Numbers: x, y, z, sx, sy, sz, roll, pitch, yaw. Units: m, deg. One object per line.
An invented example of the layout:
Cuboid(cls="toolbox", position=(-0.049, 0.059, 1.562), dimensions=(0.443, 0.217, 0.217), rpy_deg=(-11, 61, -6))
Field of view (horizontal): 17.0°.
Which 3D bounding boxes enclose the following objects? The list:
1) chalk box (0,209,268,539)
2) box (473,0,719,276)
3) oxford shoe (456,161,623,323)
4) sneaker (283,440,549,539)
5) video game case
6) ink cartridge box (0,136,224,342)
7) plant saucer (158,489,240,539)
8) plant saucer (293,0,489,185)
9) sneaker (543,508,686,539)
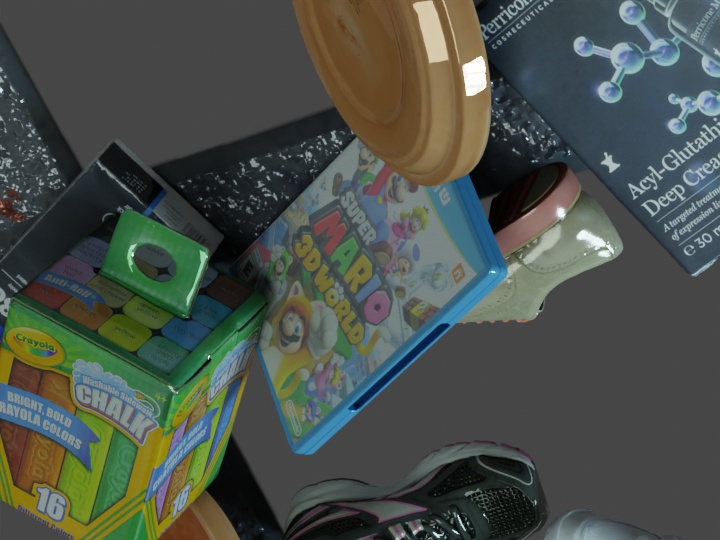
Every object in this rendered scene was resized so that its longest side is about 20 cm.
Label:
Cuboid(cls="chalk box", position=(-0.147, 0.058, 1.503), dimensions=(0.124, 0.124, 0.201), rpy_deg=(27, 127, 14))
Cuboid(cls="box", position=(0.181, -0.127, 1.331), dimensions=(0.200, 0.107, 0.148), rpy_deg=(45, 125, -8))
Cuboid(cls="oxford shoe", position=(0.073, 0.014, 1.481), dimensions=(0.075, 0.071, 0.200), rpy_deg=(44, 127, -17))
Cuboid(cls="sneaker", position=(0.031, 0.179, 1.583), dimensions=(0.199, 0.086, 0.081), rpy_deg=(-20, 113, 29))
Cuboid(cls="video game case", position=(0.000, 0.000, 1.474), dimensions=(0.200, 0.018, 0.144), rpy_deg=(-44, 53, 35))
Cuboid(cls="ink cartridge box", position=(-0.187, 0.009, 1.595), dimensions=(0.099, 0.039, 0.200), rpy_deg=(41, 126, -7))
Cuboid(cls="plant saucer", position=(-0.120, 0.221, 1.647), dimensions=(0.200, 0.032, 0.201), rpy_deg=(32, 130, 47))
Cuboid(cls="plant saucer", position=(0.008, -0.142, 1.351), dimensions=(0.200, 0.032, 0.201), rpy_deg=(51, 154, 37))
Cuboid(cls="sneaker", position=(0.219, 0.193, 1.513), dimensions=(0.199, 0.075, 0.115), rpy_deg=(30, 142, -3))
